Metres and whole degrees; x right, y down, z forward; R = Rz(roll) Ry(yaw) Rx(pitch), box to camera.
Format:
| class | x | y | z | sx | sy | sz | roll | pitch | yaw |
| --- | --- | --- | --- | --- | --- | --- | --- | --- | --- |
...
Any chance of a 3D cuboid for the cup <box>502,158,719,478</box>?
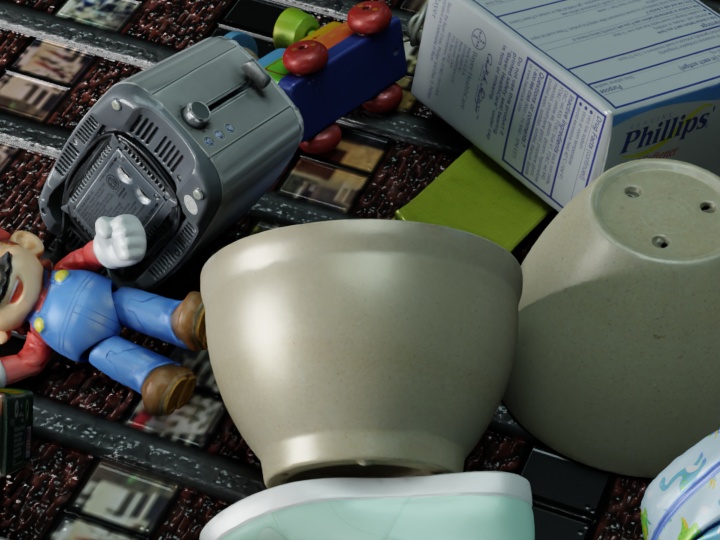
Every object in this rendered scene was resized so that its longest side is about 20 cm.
| class | x | y | z | sx | sy | sz | roll | pitch | yaw |
| --- | --- | --- | --- | --- | --- | --- | --- | --- | --- |
| cup | 0.189 | 0.013 | 1.287 | 0.200 | 0.143 | 0.201 | 1 | 43 | -1 |

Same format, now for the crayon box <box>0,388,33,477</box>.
| class | x | y | z | sx | sy | sz | roll | pitch | yaw |
| --- | --- | --- | --- | --- | --- | --- | --- | --- | --- |
| crayon box | -0.304 | 0.094 | 1.186 | 0.199 | 0.127 | 0.051 | 1 | 88 | -3 |

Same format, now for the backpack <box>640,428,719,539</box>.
| class | x | y | z | sx | sy | sz | roll | pitch | yaw |
| --- | --- | --- | --- | --- | --- | --- | --- | --- | --- |
| backpack | 0.257 | 0.141 | 1.132 | 0.200 | 0.163 | 0.154 | -20 | 50 | 26 |

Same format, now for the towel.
| class | x | y | z | sx | sy | sz | roll | pitch | yaw |
| --- | --- | --- | --- | --- | --- | --- | --- | --- | --- |
| towel | 0.105 | -0.065 | 1.432 | 0.086 | 0.018 | 0.200 | 23 | 37 | 21 |

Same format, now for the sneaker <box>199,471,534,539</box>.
| class | x | y | z | sx | sy | sz | roll | pitch | yaw |
| --- | --- | --- | --- | --- | --- | --- | --- | --- | --- |
| sneaker | 0.003 | 0.185 | 1.147 | 0.200 | 0.074 | 0.119 | -7 | 64 | 10 |

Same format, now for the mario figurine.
| class | x | y | z | sx | sy | sz | roll | pitch | yaw |
| --- | --- | --- | --- | --- | --- | --- | --- | --- | --- |
| mario figurine | -0.201 | 0.025 | 1.279 | 0.200 | 0.106 | 0.124 | 18 | 47 | 13 |

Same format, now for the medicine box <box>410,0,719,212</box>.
| class | x | y | z | sx | sy | sz | roll | pitch | yaw |
| --- | --- | --- | --- | --- | --- | --- | --- | --- | --- |
| medicine box | 0.172 | -0.142 | 1.455 | 0.182 | 0.103 | 0.200 | -19 | 46 | -35 |

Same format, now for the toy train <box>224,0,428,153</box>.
| class | x | y | z | sx | sy | sz | roll | pitch | yaw |
| --- | --- | --- | --- | --- | --- | --- | --- | --- | --- |
| toy train | -0.016 | -0.176 | 1.528 | 0.116 | 0.085 | 0.200 | 22 | 45 | 38 |

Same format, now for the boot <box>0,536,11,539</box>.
| class | x | y | z | sx | sy | sz | roll | pitch | yaw |
| --- | --- | --- | --- | --- | --- | --- | --- | --- | --- |
| boot | -0.254 | 0.206 | 1.103 | 0.203 | 0.074 | 0.154 | 29 | 46 | 34 |

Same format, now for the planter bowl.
| class | x | y | z | sx | sy | sz | roll | pitch | yaw |
| --- | --- | --- | --- | --- | --- | --- | --- | --- | --- |
| planter bowl | 0.002 | 0.068 | 1.202 | 0.200 | 0.200 | 0.135 | 0 | 69 | -3 |

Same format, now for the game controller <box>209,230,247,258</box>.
| class | x | y | z | sx | sy | sz | roll | pitch | yaw |
| --- | --- | --- | --- | --- | --- | --- | --- | --- | --- |
| game controller | 0.000 | 0.000 | 1.335 | 0.199 | 0.042 | 0.104 | 8 | 11 | 7 |

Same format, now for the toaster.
| class | x | y | z | sx | sy | sz | roll | pitch | yaw |
| --- | --- | --- | --- | --- | --- | --- | --- | --- | --- |
| toaster | -0.127 | -0.068 | 1.343 | 0.114 | 0.200 | 0.129 | 47 | 47 | 5 |
